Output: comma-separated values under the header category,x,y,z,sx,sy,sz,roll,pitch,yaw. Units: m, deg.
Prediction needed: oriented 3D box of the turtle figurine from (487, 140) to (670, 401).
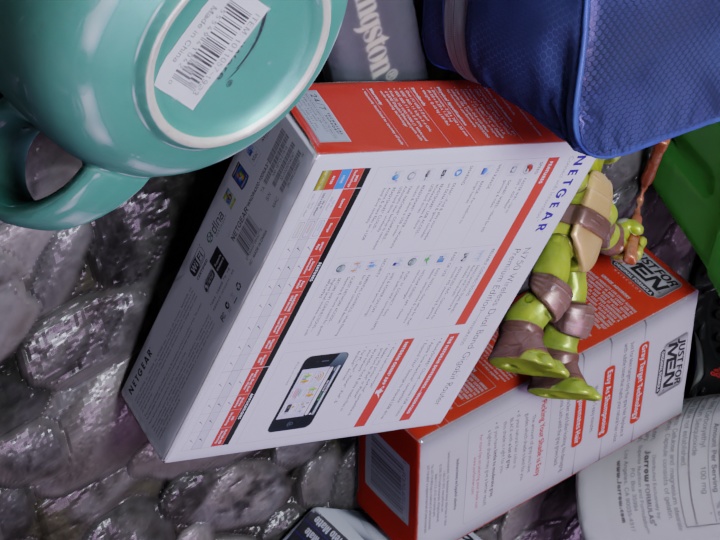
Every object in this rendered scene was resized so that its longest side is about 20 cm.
category,x,y,z,sx,sy,sz,roll,pitch,yaw
turtle figurine,0.109,-0.021,1.215,0.200,0.064,0.162,54,49,-68

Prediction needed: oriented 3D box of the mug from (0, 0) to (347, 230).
category,x,y,z,sx,sy,sz,roll,pitch,yaw
mug,-0.080,-0.102,0.928,0.152,0.114,0.186,-24,137,-28

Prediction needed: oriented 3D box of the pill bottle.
category,x,y,z,sx,sy,sz,roll,pitch,yaw
pill bottle,0.238,0.127,1.374,0.114,0.199,0.115,28,57,-55

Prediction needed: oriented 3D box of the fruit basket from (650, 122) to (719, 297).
category,x,y,z,sx,sy,sz,roll,pitch,yaw
fruit basket,0.260,-0.067,1.232,0.155,0.216,0.216,-17,134,-34

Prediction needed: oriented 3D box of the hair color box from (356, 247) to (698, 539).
category,x,y,z,sx,sy,sz,roll,pitch,yaw
hair color box,0.094,0.071,1.307,0.199,0.061,0.102,-25,138,-26

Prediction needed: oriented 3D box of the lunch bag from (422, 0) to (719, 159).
category,x,y,z,sx,sy,sz,roll,pitch,yaw
lunch bag,0.130,-0.151,1.080,0.199,0.132,0.136,-17,127,-35

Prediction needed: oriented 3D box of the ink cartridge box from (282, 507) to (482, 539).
category,x,y,z,sx,sy,sz,roll,pitch,yaw
ink cartridge box,0.052,0.201,1.267,0.200,0.199,0.041,10,113,-51

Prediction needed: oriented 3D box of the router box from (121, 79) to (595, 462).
category,x,y,z,sx,sy,sz,roll,pitch,yaw
router box,0.000,0.000,1.121,0.179,0.049,0.200,-5,136,-39

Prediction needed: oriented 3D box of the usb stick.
category,x,y,z,sx,sy,sz,roll,pitch,yaw
usb stick,-0.001,-0.126,1.054,0.055,0.033,0.200,-35,142,-17

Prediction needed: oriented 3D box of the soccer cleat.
category,x,y,z,sx,sy,sz,roll,pitch,yaw
soccer cleat,0.242,0.037,1.435,0.073,0.068,0.201,-46,147,-45
